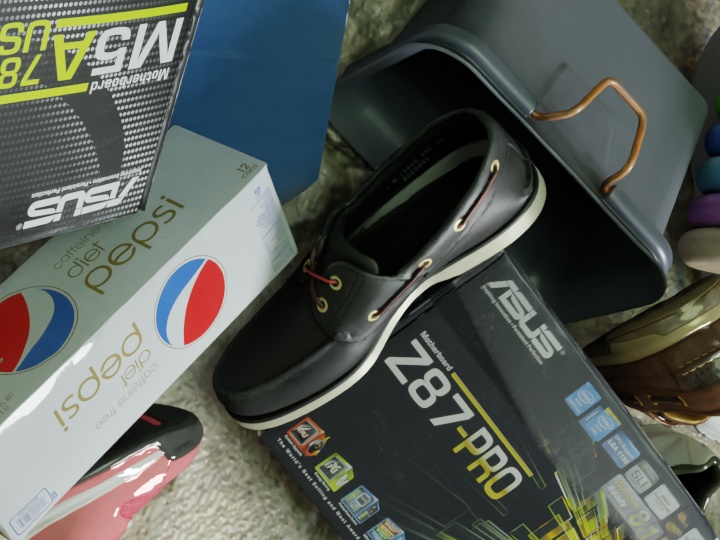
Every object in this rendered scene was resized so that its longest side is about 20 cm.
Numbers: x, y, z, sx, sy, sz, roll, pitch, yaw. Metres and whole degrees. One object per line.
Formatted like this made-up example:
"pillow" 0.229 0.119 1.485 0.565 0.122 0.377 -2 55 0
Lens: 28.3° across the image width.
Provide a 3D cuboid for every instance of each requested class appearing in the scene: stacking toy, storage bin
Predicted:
"stacking toy" 0.239 -0.097 0.830 0.085 0.085 0.201 10 86 -27
"storage bin" 0.105 -0.091 0.793 0.200 0.145 0.135 42 60 -19

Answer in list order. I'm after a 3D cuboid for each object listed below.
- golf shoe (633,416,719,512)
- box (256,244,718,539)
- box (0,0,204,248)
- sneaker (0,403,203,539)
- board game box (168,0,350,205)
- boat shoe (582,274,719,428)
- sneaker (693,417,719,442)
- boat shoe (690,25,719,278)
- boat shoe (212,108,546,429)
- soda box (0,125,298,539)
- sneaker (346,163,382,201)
"golf shoe" 0.142 0.178 0.814 0.078 0.097 0.201 30 76 -25
"box" 0.067 0.107 0.757 0.161 0.049 0.200 -36 100 7
"box" -0.140 -0.093 0.539 0.200 0.047 0.194 -20 136 -52
"sneaker" -0.156 0.138 0.687 0.200 0.074 0.087 -34 118 -22
"board game box" -0.090 -0.116 0.717 0.157 0.039 0.201 1 118 -20
"boat shoe" 0.166 0.055 0.779 0.072 0.200 0.068 -29 83 -4
"sneaker" 0.293 0.081 0.903 0.199 0.087 0.075 8 85 -26
"boat shoe" 0.256 -0.060 0.902 0.065 0.072 0.201 1 84 -38
"boat shoe" -0.001 -0.002 0.710 0.201 0.074 0.063 -40 138 8
"soda box" -0.121 0.024 0.664 0.200 0.068 0.064 -47 142 -26
"sneaker" 0.051 0.039 0.798 0.089 0.075 0.200 -46 104 -7
